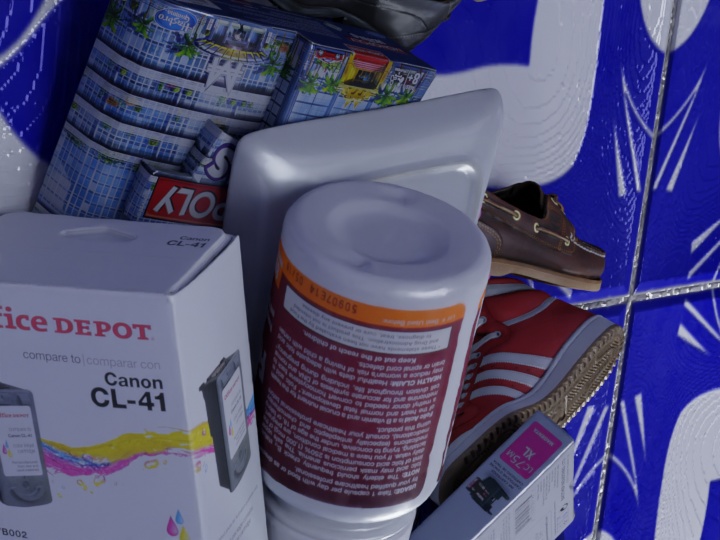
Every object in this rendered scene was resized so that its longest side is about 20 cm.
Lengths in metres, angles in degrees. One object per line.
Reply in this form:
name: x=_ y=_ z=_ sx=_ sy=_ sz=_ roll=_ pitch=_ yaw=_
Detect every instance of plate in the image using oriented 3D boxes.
plate: x=0.000 y=0.000 z=1.076 sx=0.199 sy=0.032 sz=0.201 roll=-14 pitch=128 yaw=-38

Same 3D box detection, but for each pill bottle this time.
pill bottle: x=-0.002 y=0.064 z=1.007 sx=0.114 sy=0.114 sz=0.202 roll=-22 pitch=134 yaw=-44

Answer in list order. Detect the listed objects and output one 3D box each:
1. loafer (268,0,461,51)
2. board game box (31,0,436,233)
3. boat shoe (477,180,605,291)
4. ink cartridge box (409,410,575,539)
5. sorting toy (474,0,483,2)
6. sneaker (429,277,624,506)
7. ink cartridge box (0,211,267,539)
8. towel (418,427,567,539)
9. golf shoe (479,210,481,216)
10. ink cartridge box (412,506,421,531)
loafer: x=-0.012 y=-0.185 z=1.074 sx=0.199 sy=0.072 sz=0.073 roll=21 pitch=46 yaw=-57
board game box: x=-0.078 y=-0.048 z=1.037 sx=0.199 sy=0.062 sz=0.202 roll=5 pitch=114 yaw=-45
boat shoe: x=0.115 y=-0.028 z=1.298 sx=0.199 sy=0.070 sz=0.071 roll=10 pitch=96 yaw=-51
ink cartridge box: x=0.061 y=0.192 z=1.188 sx=0.200 sy=0.042 sz=0.120 roll=-44 pitch=153 yaw=-20
sorting toy: x=0.057 y=-0.298 z=1.081 sx=0.200 sy=0.069 sz=0.201 roll=35 pitch=54 yaw=-50
sneaker: x=0.083 y=0.079 z=1.263 sx=0.200 sy=0.112 sz=0.072 roll=-38 pitch=145 yaw=-35
ink cartridge box: x=-0.135 y=0.081 z=0.967 sx=0.086 sy=0.146 sz=0.202 roll=-53 pitch=142 yaw=-58
towel: x=0.095 y=0.192 z=1.345 sx=0.199 sy=0.049 sz=0.150 roll=-1 pitch=92 yaw=-61
golf shoe: x=0.040 y=0.034 z=1.204 sx=0.075 sy=0.090 sz=0.202 roll=-78 pitch=168 yaw=-67
ink cartridge box: x=0.006 y=0.183 z=1.246 sx=0.200 sy=0.037 sz=0.096 roll=47 pitch=56 yaw=-56
